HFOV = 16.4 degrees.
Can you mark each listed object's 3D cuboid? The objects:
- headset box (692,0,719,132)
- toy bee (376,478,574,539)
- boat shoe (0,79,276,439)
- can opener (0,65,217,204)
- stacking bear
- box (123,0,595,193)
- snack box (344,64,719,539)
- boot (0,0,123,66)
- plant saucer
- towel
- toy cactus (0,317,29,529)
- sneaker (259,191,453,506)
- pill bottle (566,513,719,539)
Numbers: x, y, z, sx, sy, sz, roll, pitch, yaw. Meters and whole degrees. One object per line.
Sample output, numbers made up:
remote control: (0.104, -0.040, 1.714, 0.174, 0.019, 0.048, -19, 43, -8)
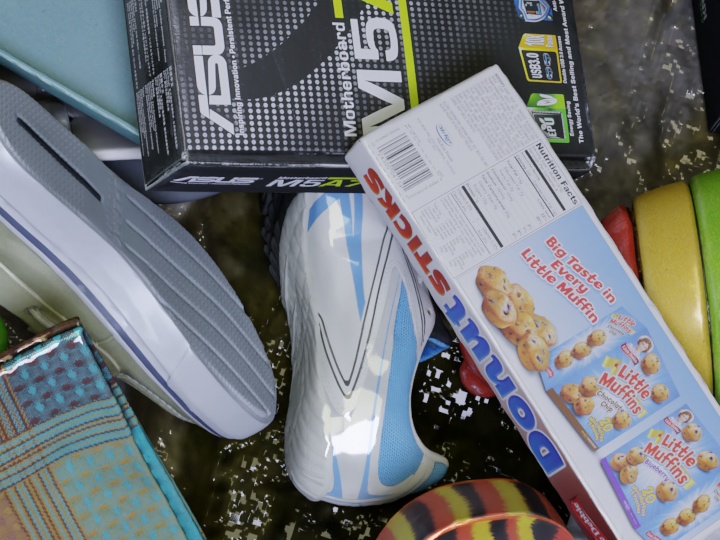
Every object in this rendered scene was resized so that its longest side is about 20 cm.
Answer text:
headset box: (0.234, -0.159, 1.096, 0.199, 0.093, 0.175, -3, 77, -6)
toy bee: (-0.003, 0.165, 0.959, 0.108, 0.131, 0.201, 22, 81, -19)
boat shoe: (-0.110, 0.003, 1.011, 0.062, 0.072, 0.200, -28, 124, 22)
can opener: (-0.141, -0.047, 1.029, 0.199, 0.067, 0.053, -5, 38, -19)
stacking bear: (0.137, 0.009, 1.040, 0.199, 0.122, 0.114, -7, 39, 5)
box: (-0.006, -0.131, 1.024, 0.192, 0.047, 0.201, 1, 75, -31)
snack box: (0.077, 0.020, 0.970, 0.072, 0.024, 0.200, -29, 83, -28)
boot: (-0.124, -0.188, 1.065, 0.203, 0.073, 0.154, -37, 95, -8)
plant saucer: (-0.128, -0.106, 1.010, 0.200, 0.019, 0.070, 31, 58, -5)
towel: (-0.129, 0.129, 0.965, 0.146, 0.022, 0.200, -28, 119, -5)
toy cactus: (-0.195, 0.081, 1.011, 0.200, 0.102, 0.165, 32, 96, -4)
sneaker: (0.000, 0.000, 1.053, 0.072, 0.072, 0.201, 2, 76, -21)
pill bottle: (0.097, 0.175, 0.999, 0.104, 0.104, 0.201, 17, 76, -2)
